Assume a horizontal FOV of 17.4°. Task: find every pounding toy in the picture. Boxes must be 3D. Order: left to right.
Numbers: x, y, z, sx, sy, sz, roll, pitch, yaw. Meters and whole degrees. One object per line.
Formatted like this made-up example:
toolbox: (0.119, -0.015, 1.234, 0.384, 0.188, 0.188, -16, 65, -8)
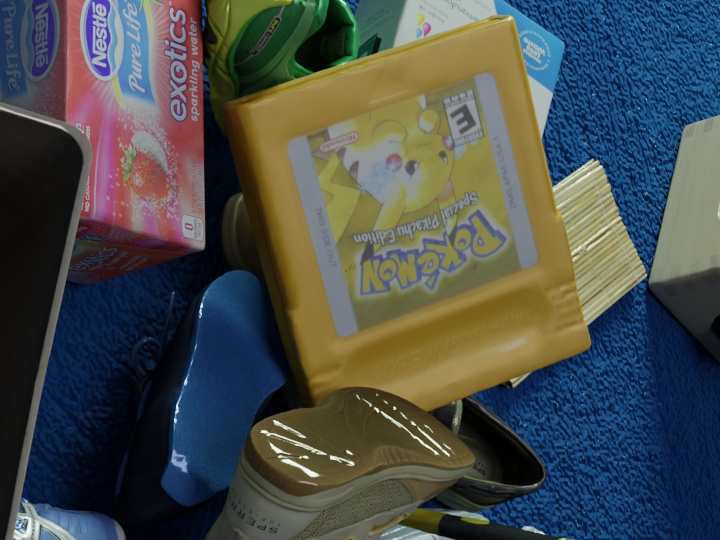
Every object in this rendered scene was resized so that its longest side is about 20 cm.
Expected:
pounding toy: (0.328, 0.006, 1.729, 0.184, 0.142, 0.200, 43, 49, -32)

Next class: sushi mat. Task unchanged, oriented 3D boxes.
sushi mat: (0.130, -0.001, 1.600, 0.200, 0.012, 0.096, -34, 106, -49)

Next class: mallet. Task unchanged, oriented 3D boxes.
mallet: (0.045, 0.138, 1.320, 0.066, 0.200, 0.041, -35, 128, -60)

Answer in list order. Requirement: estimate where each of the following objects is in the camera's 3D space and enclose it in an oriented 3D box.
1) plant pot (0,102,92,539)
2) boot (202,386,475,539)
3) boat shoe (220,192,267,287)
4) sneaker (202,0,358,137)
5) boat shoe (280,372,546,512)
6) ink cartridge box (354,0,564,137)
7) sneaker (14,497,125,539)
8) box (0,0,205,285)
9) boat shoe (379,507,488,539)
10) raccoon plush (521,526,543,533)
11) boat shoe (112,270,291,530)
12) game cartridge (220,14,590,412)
plant pot: (-0.250, 0.033, 0.985, 0.200, 0.177, 0.200, 18, 62, -19)
boot: (-0.028, 0.146, 1.237, 0.073, 0.155, 0.200, 36, 19, 20)
boat shoe: (0.000, 0.000, 1.406, 0.200, 0.063, 0.073, 25, 61, -42)
sneaker: (-0.043, -0.118, 1.329, 0.200, 0.084, 0.074, 79, 15, -79)
boat shoe: (0.036, 0.088, 1.418, 0.200, 0.065, 0.073, 28, 59, -40)
ink cartridge box: (0.040, -0.074, 1.379, 0.116, 0.067, 0.200, 31, 55, -23)
sneaker: (-0.190, 0.125, 1.131, 0.200, 0.076, 0.077, 3, 80, -51)
box: (-0.150, -0.104, 1.239, 0.103, 0.095, 0.200, 17, 66, -45)
boat shoe: (-0.003, 0.182, 1.353, 0.200, 0.072, 0.062, -11, 102, -42)
raccoon plush: (0.053, 0.219, 1.412, 0.134, 0.097, 0.200, 32, 25, -24)
boat shoe: (-0.094, 0.064, 1.267, 0.084, 0.069, 0.200, 50, 27, -10)
game cartridge: (0.029, -0.022, 1.302, 0.176, 0.032, 0.200, -20, 103, -20)
